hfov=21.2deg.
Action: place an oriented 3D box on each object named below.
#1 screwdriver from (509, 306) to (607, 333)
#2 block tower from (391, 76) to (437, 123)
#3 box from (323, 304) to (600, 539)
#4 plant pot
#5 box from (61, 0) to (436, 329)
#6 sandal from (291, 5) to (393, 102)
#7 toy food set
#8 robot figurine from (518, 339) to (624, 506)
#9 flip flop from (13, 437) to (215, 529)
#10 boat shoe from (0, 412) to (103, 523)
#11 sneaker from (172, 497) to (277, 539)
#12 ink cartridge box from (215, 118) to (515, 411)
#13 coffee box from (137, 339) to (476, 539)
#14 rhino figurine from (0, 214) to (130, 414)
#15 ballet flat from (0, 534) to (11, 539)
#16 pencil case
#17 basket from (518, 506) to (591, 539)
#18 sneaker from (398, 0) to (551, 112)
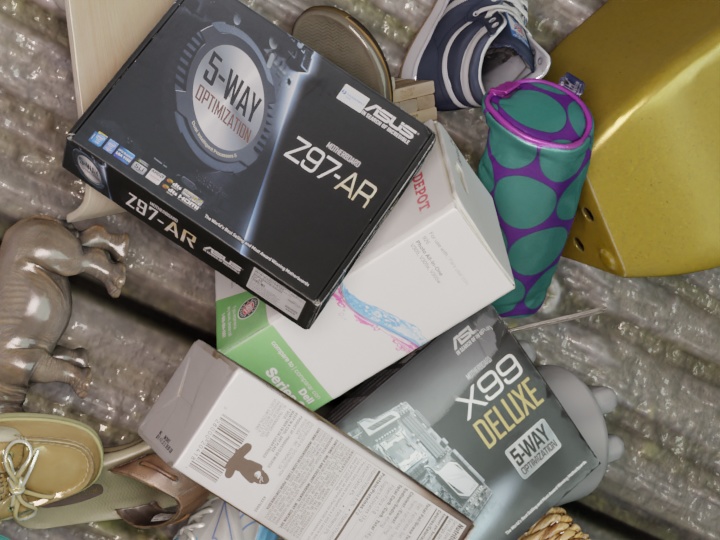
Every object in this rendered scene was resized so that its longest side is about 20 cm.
[{"bbox_3d":[0.096,0.053,1.517,0.199,0.029,0.028,-14,93,-4],"label":"screwdriver"},{"bbox_3d":[0.030,-0.054,1.493,0.058,0.054,0.201,-16,106,-33],"label":"block tower"},{"bbox_3d":[0.058,0.141,1.423,0.200,0.050,0.158,-38,99,-23],"label":"box"},{"bbox_3d":[0.237,-0.102,1.558,0.199,0.194,0.196,-32,114,-18],"label":"plant pot"},{"bbox_3d":[-0.072,-0.080,1.282,0.199,0.044,0.161,34,62,3],"label":"box"},{"bbox_3d":[-0.023,-0.094,1.432,0.055,0.081,0.202,-28,124,-67],"label":"sandal"},{"bbox_3d":[-0.158,-0.143,1.346,0.143,0.060,0.202,-13,101,-43],"label":"toy food set"},{"bbox_3d":[0.118,0.143,1.545,0.199,0.113,0.171,-12,93,-34],"label":"robot figurine"},{"bbox_3d":[-0.148,0.150,1.342,0.199,0.058,0.081,-12,130,-6],"label":"flip flop"},{"bbox_3d":[-0.266,0.140,1.262,0.199,0.063,0.074,-2,113,-14],"label":"boat shoe"},{"bbox_3d":[-0.106,0.196,1.395,0.086,0.075,0.201,13,63,-24],"label":"sneaker"},{"bbox_3d":[0.000,0.000,1.368,0.199,0.146,0.088,-34,116,13],"label":"ink cartridge box"},{"bbox_3d":[-0.038,0.138,1.282,0.200,0.114,0.080,35,86,-20],"label":"coffee box"},{"bbox_3d":[-0.227,0.057,1.319,0.087,0.060,0.201,19,85,-16],"label":"rhino figurine"},{"bbox_3d":[-0.236,0.224,1.335,0.199,0.073,0.074,17,87,-41],"label":"ballet flat"},{"bbox_3d":[0.119,-0.055,1.472,0.085,0.092,0.201,-23,145,-29],"label":"pencil case"},{"bbox_3d":[0.119,0.302,1.481,0.199,0.149,0.143,-33,142,-17],"label":"basket"},{"bbox_3d":[0.109,-0.212,1.494,0.070,0.108,0.201,28,80,-35],"label":"sneaker"}]
